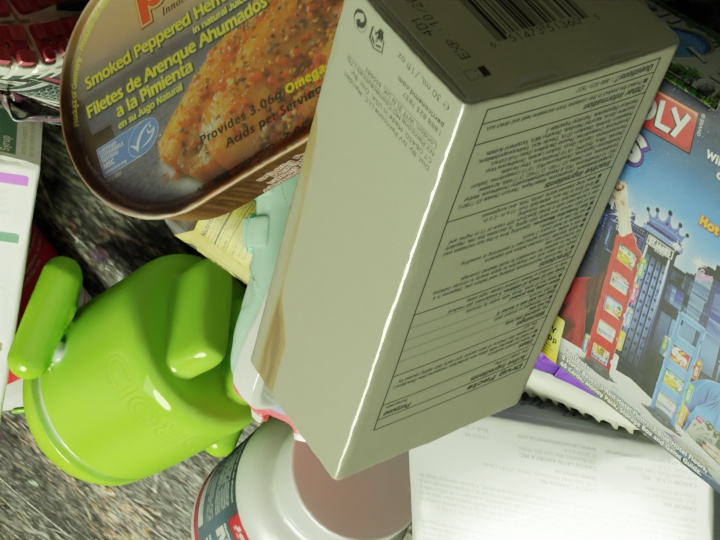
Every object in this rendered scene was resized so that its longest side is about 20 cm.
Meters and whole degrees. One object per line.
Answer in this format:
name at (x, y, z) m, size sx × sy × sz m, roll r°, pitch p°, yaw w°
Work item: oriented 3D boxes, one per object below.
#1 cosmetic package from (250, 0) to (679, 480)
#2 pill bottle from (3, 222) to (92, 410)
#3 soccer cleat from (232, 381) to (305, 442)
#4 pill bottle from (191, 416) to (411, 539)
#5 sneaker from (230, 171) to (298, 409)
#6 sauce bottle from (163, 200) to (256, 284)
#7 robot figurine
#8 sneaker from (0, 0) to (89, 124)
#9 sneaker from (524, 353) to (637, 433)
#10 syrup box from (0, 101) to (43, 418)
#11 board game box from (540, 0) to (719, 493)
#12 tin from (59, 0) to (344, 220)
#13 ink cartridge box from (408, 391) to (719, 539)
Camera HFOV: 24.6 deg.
cosmetic package at (0.032, -0.021, 0.624) m, size 0.071 × 0.104 × 0.201 m, roll 51°, pitch 142°, yaw 29°
pill bottle at (-0.275, -0.008, 1.127) m, size 0.112 × 0.113 × 0.201 m, roll 7°, pitch 140°, yaw 45°
soccer cleat at (0.021, 0.062, 0.908) m, size 0.198 × 0.077 × 0.067 m, roll 11°, pitch -171°, yaw 27°
pill bottle at (-0.033, 0.151, 1.076) m, size 0.119 × 0.120 × 0.200 m, roll 39°, pitch 153°, yaw -3°
sneaker at (-0.038, -0.047, 0.736) m, size 0.118 × 0.202 × 0.074 m, roll 25°, pitch -170°, yaw 29°
sauce bottle at (-0.069, -0.037, 0.894) m, size 0.199 × 0.066 × 0.066 m, roll 35°, pitch 153°, yaw 10°
robot figurine at (-0.133, 0.065, 1.032) m, size 0.175 × 0.117 × 0.199 m, roll 25°, pitch 141°, yaw -35°
sneaker at (-0.155, -0.102, 0.763) m, size 0.199 × 0.081 × 0.075 m, roll 9°, pitch 144°, yaw -43°
sneaker at (0.099, 0.009, 0.755) m, size 0.199 × 0.070 × 0.100 m, roll 8°, pitch 134°, yaw 42°
syrup box at (-0.248, -0.004, 1.020) m, size 0.081 × 0.079 × 0.202 m, roll 8°, pitch 120°, yaw -15°
board game box at (0.141, -0.026, 0.619) m, size 0.200 × 0.061 × 0.201 m, roll 39°, pitch 136°, yaw 32°
tin at (-0.041, -0.096, 0.676) m, size 0.199 × 0.042 × 0.113 m, roll -27°, pitch 77°, yaw 28°
ink cartridge box at (0.105, 0.161, 0.804) m, size 0.161 × 0.050 × 0.202 m, roll 7°, pitch 111°, yaw 32°
